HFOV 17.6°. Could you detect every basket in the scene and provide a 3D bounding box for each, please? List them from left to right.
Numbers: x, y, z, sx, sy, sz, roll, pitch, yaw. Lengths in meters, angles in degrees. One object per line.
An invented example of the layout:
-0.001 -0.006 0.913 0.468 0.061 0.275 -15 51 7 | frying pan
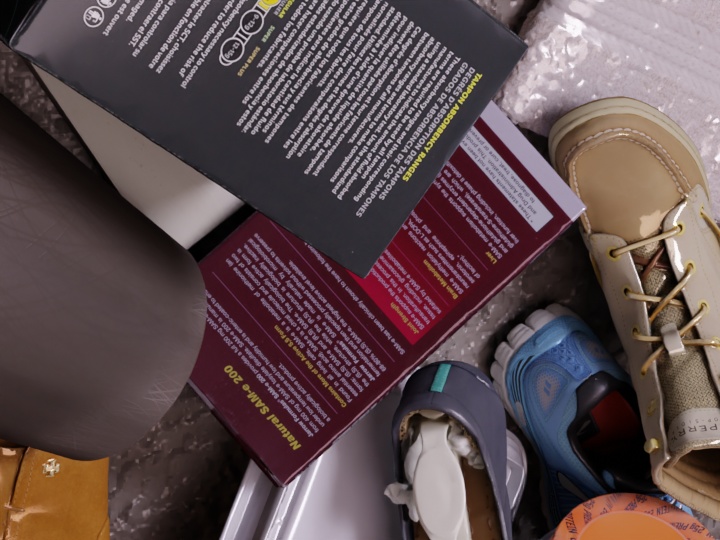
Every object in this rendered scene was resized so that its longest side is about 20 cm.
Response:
-0.173 -0.005 1.014 0.135 0.181 0.200 -22 143 32 | basket

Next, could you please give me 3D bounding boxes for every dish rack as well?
0.010 0.143 1.188 0.171 0.043 0.201 34 70 -35 | dish rack

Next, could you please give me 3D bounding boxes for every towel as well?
0.168 -0.106 1.215 0.199 0.034 0.133 21 99 -33 | towel

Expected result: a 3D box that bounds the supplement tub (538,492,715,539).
0.127 0.216 1.240 0.122 0.123 0.201 -14 144 -22 | supplement tub

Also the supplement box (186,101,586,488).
0.000 0.000 1.126 0.200 0.061 0.109 -41 88 -7 | supplement box

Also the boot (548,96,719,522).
0.156 0.022 1.176 0.072 0.156 0.200 -17 137 14 | boot

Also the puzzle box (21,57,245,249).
-0.090 -0.116 1.076 0.133 0.025 0.200 -38 124 -10 | puzzle box

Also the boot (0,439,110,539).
-0.137 0.143 1.138 0.200 0.071 0.145 10 107 -27 | boot

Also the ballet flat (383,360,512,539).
0.046 0.146 1.138 0.073 0.073 0.201 -10 100 -24 | ballet flat

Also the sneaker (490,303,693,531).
0.139 0.114 1.262 0.078 0.090 0.200 -39 125 -8 | sneaker

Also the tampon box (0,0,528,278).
-0.060 -0.117 0.986 0.200 0.150 0.127 34 94 -35 | tampon box
